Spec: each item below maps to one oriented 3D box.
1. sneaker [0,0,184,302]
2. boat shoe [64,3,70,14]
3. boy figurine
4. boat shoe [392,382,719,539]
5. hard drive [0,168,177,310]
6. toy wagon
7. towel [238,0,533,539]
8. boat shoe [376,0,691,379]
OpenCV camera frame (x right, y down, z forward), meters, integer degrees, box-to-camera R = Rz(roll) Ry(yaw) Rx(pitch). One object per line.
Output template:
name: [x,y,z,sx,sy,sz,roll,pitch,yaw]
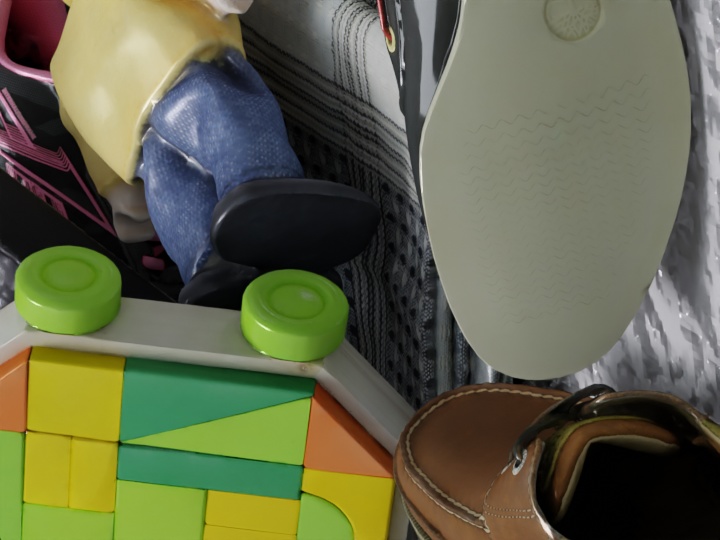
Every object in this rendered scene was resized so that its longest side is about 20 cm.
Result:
sneaker: [-0.094,-0.031,0.949,0.200,0.079,0.095,51,119,16]
boat shoe: [-0.096,-0.109,1.018,0.070,0.066,0.200,57,153,38]
boy figurine: [-0.063,-0.066,0.876,0.200,0.064,0.125,64,143,39]
boat shoe: [0.071,0.059,0.688,0.200,0.072,0.068,21,148,51]
hard drive: [-0.115,0.049,0.909,0.200,0.038,0.140,37,126,5]
toy wagon: [-0.084,0.066,0.826,0.040,0.199,0.156,-85,2,-54]
towel: [0.000,0.000,0.871,0.200,0.034,0.193,41,134,55]
boat shoe: [0.041,-0.072,0.697,0.063,0.073,0.202,-128,29,-68]
